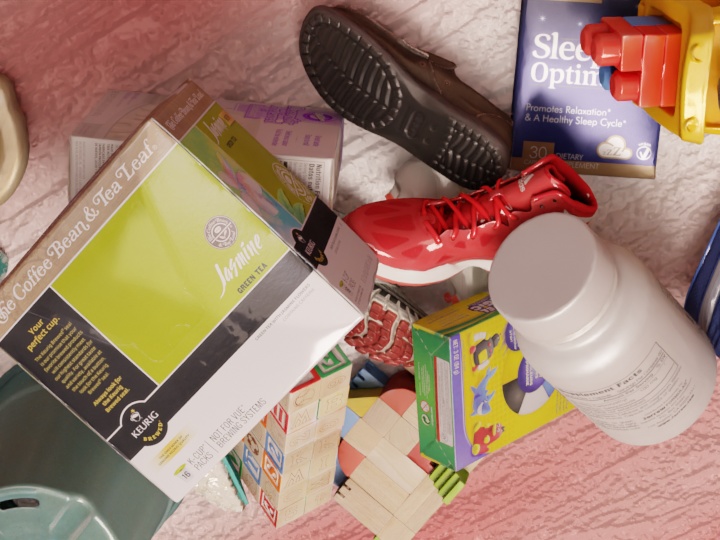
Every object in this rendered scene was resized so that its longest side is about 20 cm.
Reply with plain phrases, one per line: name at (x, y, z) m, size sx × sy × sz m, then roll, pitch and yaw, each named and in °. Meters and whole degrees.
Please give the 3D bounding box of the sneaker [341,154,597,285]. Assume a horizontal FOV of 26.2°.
sneaker at (0.087, -0.050, 1.162) m, size 0.198 × 0.079 × 0.116 m, roll -2°, pitch 146°, yaw -28°

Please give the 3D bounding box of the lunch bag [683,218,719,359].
lunch bag at (0.351, 0.007, 1.226) m, size 0.134 × 0.133 × 0.202 m, roll 14°, pitch 113°, yaw -21°

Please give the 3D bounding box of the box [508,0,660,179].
box at (0.183, -0.174, 1.214) m, size 0.120 × 0.032 × 0.202 m, roll 4°, pitch 112°, yaw 2°

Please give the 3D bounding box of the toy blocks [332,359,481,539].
toy blocks at (0.030, 0.139, 1.327) m, size 0.136 × 0.100 × 0.200 m, roll 39°, pitch 109°, yaw 0°

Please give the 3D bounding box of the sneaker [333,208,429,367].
sneaker at (0.000, 0.000, 1.260) m, size 0.200 × 0.082 × 0.078 m, roll 42°, pitch 146°, yaw -7°

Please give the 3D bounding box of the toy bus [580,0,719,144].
toy bus at (0.262, -0.146, 1.107) m, size 0.190 × 0.200 × 0.137 m, roll -3°, pitch 114°, yaw -12°

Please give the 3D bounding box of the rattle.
rattle at (-0.332, -0.057, 1.237) m, size 0.129 × 0.143 × 0.202 m, roll 6°, pitch 108°, yaw -19°

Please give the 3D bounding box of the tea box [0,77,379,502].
tea box at (-0.125, 0.012, 1.089) m, size 0.197 × 0.134 × 0.200 m, roll 43°, pitch 107°, yaw -9°

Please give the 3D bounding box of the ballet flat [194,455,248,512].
ballet flat at (-0.154, 0.123, 1.277) m, size 0.071 × 0.072 × 0.202 m, roll -15°, pitch 117°, yaw 9°

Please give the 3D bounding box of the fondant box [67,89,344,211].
fondant box at (-0.115, -0.090, 1.203) m, size 0.197 × 0.145 × 0.059 m, roll 6°, pitch 111°, yaw 1°

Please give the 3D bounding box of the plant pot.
plant pot at (-0.252, 0.196, 1.301) m, size 0.198 × 0.196 × 0.203 m, roll 1°, pitch 112°, yaw 3°

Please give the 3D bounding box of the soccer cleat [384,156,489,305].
soccer cleat at (0.095, -0.009, 1.268) m, size 0.077 × 0.069 × 0.201 m, roll -32°, pitch 111°, yaw -3°

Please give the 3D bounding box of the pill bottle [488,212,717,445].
pill bottle at (0.181, 0.043, 1.167) m, size 0.114 × 0.115 × 0.200 m, roll -34°, pitch 137°, yaw 15°

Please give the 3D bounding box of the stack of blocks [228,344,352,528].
stack of blocks at (-0.070, 0.107, 1.273) m, size 0.058 × 0.115 × 0.201 m, roll -24°, pitch 146°, yaw -25°

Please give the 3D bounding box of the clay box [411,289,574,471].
clay box at (0.129, 0.068, 1.241) m, size 0.199 × 0.047 × 0.116 m, roll -22°, pitch 117°, yaw -36°

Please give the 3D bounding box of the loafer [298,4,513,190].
loafer at (0.038, -0.141, 1.220) m, size 0.199 × 0.071 × 0.073 m, roll 39°, pitch 130°, yaw 2°
